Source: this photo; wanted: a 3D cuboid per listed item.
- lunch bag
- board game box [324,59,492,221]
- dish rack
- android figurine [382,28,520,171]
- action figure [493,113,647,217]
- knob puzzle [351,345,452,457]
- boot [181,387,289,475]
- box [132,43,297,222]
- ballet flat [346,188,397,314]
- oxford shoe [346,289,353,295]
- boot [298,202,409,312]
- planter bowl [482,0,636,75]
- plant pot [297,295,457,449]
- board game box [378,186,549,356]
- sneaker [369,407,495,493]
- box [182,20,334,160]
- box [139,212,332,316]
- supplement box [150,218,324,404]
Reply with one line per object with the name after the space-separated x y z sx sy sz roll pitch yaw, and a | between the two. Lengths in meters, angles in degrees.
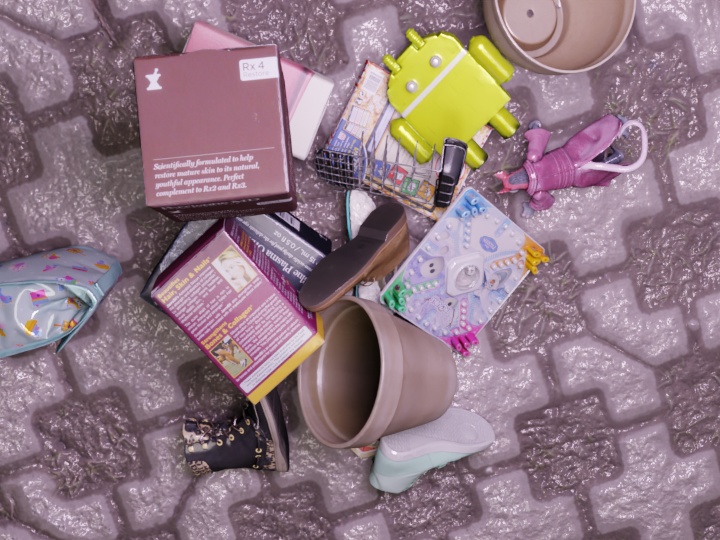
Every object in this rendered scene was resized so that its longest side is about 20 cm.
-0.431 0.040 1.402 0.196 0.171 0.124 -12 103 3 | lunch bag
0.063 -0.179 1.437 0.197 0.046 0.153 27 101 -9 | board game box
0.037 -0.136 1.350 0.196 0.154 0.056 10 75 3 | dish rack
0.116 -0.233 1.373 0.182 0.041 0.200 -42 104 18 | android figurine
0.280 -0.134 1.415 0.196 0.149 0.136 -19 111 -12 | action figure
0.029 0.189 1.534 0.215 0.030 0.225 -1 104 -3 | knob puzzle
-0.185 0.228 1.488 0.147 0.074 0.202 -7 135 3 | boot
-0.164 -0.153 1.205 0.162 0.200 0.168 -5 88 -1 | box
0.021 -0.023 1.460 0.070 0.072 0.204 -6 112 -1 | ballet flat
-0.073 0.086 1.486 0.057 0.075 0.202 26 102 -30 | oxford shoe
0.000 0.000 1.368 0.200 0.073 0.076 -43 134 -26 | boot
0.242 -0.348 1.347 0.196 0.135 0.205 0 89 -14 | planter bowl
0.034 0.144 1.417 0.171 0.199 0.204 8 106 -38 | plant pot
0.151 0.010 1.451 0.199 0.026 0.201 33 100 -40 | board game box
0.102 0.274 1.541 0.197 0.074 0.119 -5 138 -27 | sneaker
-0.144 -0.242 1.369 0.197 0.128 0.111 22 101 -9 | box
-0.170 -0.003 1.434 0.195 0.118 0.201 34 101 -10 | box
-0.156 0.049 1.333 0.130 0.103 0.201 -39 104 6 | supplement box
